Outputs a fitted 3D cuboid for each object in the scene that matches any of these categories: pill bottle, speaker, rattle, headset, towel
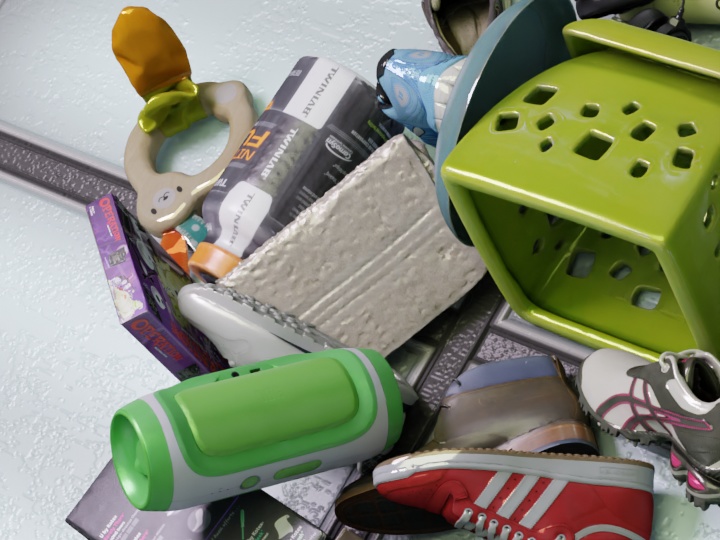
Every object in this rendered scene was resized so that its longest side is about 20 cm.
[{"bbox_3d":[-0.057,-0.066,1.794,0.106,0.106,0.200,24,75,35],"label":"pill bottle"},{"bbox_3d":[-0.073,0.112,1.578,0.199,0.089,0.089,-12,47,-26],"label":"speaker"},{"bbox_3d":[-0.159,-0.097,1.849,0.130,0.143,0.201,8,58,10],"label":"rattle"},{"bbox_3d":[0.219,-0.196,1.726,0.200,0.094,0.124,-39,75,38],"label":"headset"},{"bbox_3d":[0.000,0.000,1.724,0.200,0.034,0.133,-38,92,4],"label":"towel"}]

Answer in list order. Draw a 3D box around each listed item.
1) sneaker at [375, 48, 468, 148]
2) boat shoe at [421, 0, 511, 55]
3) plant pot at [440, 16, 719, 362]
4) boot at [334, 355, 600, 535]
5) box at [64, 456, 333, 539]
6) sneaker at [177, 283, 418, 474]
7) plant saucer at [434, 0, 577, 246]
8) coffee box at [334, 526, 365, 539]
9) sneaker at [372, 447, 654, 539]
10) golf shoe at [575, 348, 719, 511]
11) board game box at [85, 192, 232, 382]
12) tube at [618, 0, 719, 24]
[{"bbox_3d":[0.060,-0.136,1.718,0.090,0.200,0.079,24,84,14],"label":"sneaker"},{"bbox_3d":[0.087,-0.226,1.838,0.073,0.065,0.200,-31,52,10],"label":"boat shoe"},{"bbox_3d":[0.205,-0.059,1.604,0.199,0.200,0.182,21,68,35],"label":"plant pot"},{"bbox_3d":[0.074,0.129,1.643,0.199,0.075,0.097,-15,46,7],"label":"boot"},{"bbox_3d":[-0.099,0.211,1.642,0.200,0.122,0.106,29,78,35],"label":"box"},{"bbox_3d":[-0.057,0.078,1.679,0.200,0.076,0.081,30,99,-1],"label":"sneaker"},{"bbox_3d":[0.106,-0.116,1.659,0.027,0.200,0.201,21,73,23],"label":"plant saucer"},{"bbox_3d":[0.039,0.279,1.506,0.200,0.080,0.113,34,80,7],"label":"coffee box"},{"bbox_3d":[0.107,0.185,1.544,0.199,0.071,0.113,3,76,-4],"label":"sneaker"},{"bbox_3d":[0.221,0.087,1.549,0.077,0.088,0.200,-11,26,-26],"label":"golf shoe"},{"bbox_3d":[-0.143,0.037,1.718,0.032,0.200,0.120,-24,54,11],"label":"board game box"},{"bbox_3d":[0.300,-0.222,1.739,0.199,0.058,0.052,4,30,25],"label":"tube"}]
